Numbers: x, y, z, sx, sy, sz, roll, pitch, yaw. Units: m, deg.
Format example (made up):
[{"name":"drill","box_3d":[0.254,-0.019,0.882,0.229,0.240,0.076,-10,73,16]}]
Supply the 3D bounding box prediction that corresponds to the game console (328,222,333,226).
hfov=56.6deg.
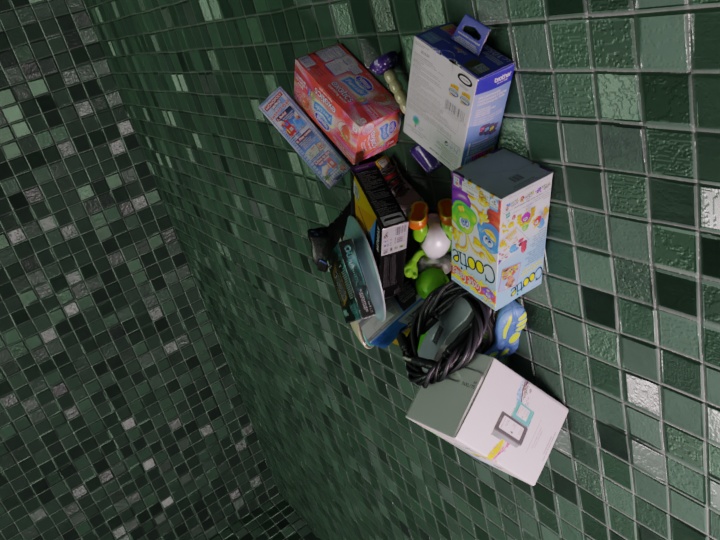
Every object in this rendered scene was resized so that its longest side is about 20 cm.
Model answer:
[{"name":"game console","box_3d":[0.005,-0.029,1.505,0.200,0.031,0.177,11,124,60]}]

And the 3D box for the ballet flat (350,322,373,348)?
[{"name":"ballet flat","box_3d":[-0.001,0.070,1.452,0.069,0.069,0.200,162,107,-65]}]

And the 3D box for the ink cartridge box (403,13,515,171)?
[{"name":"ink cartridge box","box_3d":[0.138,-0.258,0.960,0.136,0.076,0.200,46,152,30]}]

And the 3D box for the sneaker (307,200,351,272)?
[{"name":"sneaker","box_3d":[-0.046,-0.093,1.335,0.073,0.112,0.200,89,-167,-83]}]

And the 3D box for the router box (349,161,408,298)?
[{"name":"router box","box_3d":[0.029,-0.066,1.170,0.200,0.051,0.149,90,159,-52]}]

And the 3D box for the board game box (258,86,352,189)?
[{"name":"board game box","box_3d":[-0.104,-0.267,1.311,0.200,0.062,0.200,47,-170,-14]}]

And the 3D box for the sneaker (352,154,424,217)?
[{"name":"sneaker","box_3d":[0.044,-0.162,1.237,0.200,0.078,0.082,42,147,37]}]

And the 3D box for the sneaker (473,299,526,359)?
[{"name":"sneaker","box_3d":[0.234,0.098,1.164,0.200,0.071,0.083,97,157,-53]}]

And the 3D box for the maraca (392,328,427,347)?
[{"name":"maraca","box_3d":[0.094,0.104,1.374,0.200,0.107,0.137,42,148,36]}]

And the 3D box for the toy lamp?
[{"name":"toy lamp","box_3d":[0.081,-0.256,1.098,0.200,0.058,0.058,64,155,1]}]

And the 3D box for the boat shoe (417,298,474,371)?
[{"name":"boat shoe","box_3d":[0.186,0.105,1.245,0.075,0.086,0.202,45,122,41]}]

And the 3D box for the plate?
[{"name":"plate","box_3d":[0.000,0.000,1.203,0.200,0.026,0.201,164,90,-80]}]

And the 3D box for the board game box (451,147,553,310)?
[{"name":"board game box","box_3d":[0.205,-0.061,0.996,0.103,0.105,0.200,39,146,42]}]

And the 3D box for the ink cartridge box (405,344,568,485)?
[{"name":"ink cartridge box","box_3d":[0.214,0.241,1.139,0.200,0.146,0.147,35,167,-26]}]

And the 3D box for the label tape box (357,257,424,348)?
[{"name":"label tape box","box_3d":[0.038,0.030,1.323,0.063,0.144,0.200,23,-151,-51]}]

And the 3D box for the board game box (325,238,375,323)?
[{"name":"board game box","box_3d":[-0.021,0.025,1.201,0.200,0.028,0.136,145,107,-79]}]

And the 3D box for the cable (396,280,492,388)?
[{"name":"cable","box_3d":[0.139,0.105,1.131,0.200,0.051,0.163,-38,35,31]}]

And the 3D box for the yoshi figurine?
[{"name":"yoshi figurine","box_3d":[0.131,-0.022,1.181,0.112,0.112,0.200,34,149,33]}]

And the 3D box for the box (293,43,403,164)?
[{"name":"box","box_3d":[-0.025,-0.302,1.202,0.200,0.103,0.095,50,154,23]}]
